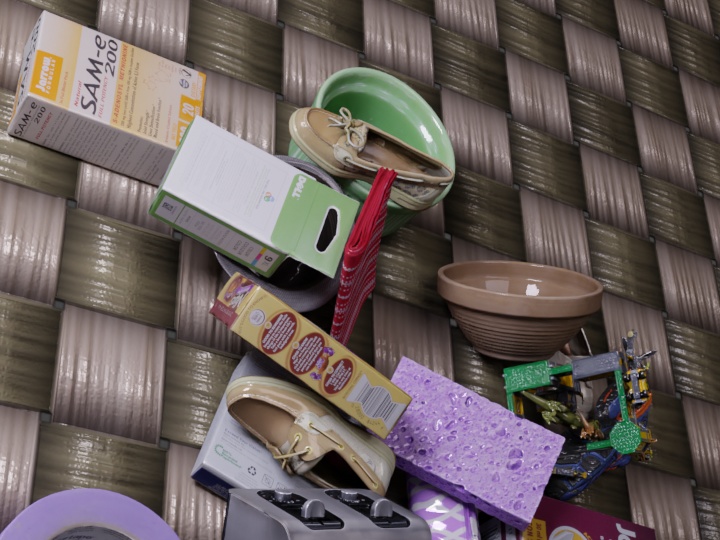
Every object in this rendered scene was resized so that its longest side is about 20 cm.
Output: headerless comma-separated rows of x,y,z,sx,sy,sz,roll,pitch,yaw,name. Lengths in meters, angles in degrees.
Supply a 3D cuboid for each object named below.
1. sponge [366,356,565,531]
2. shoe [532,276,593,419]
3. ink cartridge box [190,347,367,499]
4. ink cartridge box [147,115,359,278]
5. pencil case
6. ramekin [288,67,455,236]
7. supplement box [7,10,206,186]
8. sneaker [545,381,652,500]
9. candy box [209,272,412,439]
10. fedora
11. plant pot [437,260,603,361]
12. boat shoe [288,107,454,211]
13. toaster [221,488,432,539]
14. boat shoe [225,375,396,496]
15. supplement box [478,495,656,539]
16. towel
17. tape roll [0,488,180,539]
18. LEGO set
0.108,0.183,1.391,0.199,0.030,0.112,26,57,8,sponge
0.254,0.098,1.651,0.069,0.053,0.202,3,60,-35,shoe
-0.060,0.182,1.375,0.199,0.041,0.201,34,47,-13,ink cartridge box
-0.110,-0.065,1.365,0.199,0.059,0.104,27,55,-11,ink cartridge box
0.093,0.235,1.422,0.083,0.085,0.202,14,54,-27,pencil case
0.008,-0.138,1.595,0.199,0.098,0.202,19,52,-26,ramekin
-0.275,-0.185,1.436,0.198,0.074,0.127,18,52,-26,supplement box
0.296,0.219,1.589,0.200,0.075,0.079,-37,126,-30,sneaker
-0.052,0.085,1.321,0.199,0.117,0.057,36,86,-18,candy box
-0.098,-0.030,1.451,0.176,0.090,0.201,34,54,-11,fedora
0.189,0.052,1.579,0.199,0.200,0.094,-6,106,-38,plant pot
0.013,-0.138,1.485,0.199,0.063,0.074,24,51,-22,boat shoe
-0.043,0.305,1.210,0.180,0.118,0.202,9,90,-39,toaster
-0.050,0.174,1.307,0.199,0.074,0.067,30,42,-17,boat shoe
0.227,0.339,1.438,0.199,0.103,0.132,19,51,-26,supplement box
0.000,0.000,1.435,0.022,0.201,0.145,17,47,7,towel
-0.243,0.299,1.135,0.199,0.085,0.202,19,52,-25,tape roll
0.263,0.167,1.529,0.116,0.199,0.155,18,53,-57,LEGO set
